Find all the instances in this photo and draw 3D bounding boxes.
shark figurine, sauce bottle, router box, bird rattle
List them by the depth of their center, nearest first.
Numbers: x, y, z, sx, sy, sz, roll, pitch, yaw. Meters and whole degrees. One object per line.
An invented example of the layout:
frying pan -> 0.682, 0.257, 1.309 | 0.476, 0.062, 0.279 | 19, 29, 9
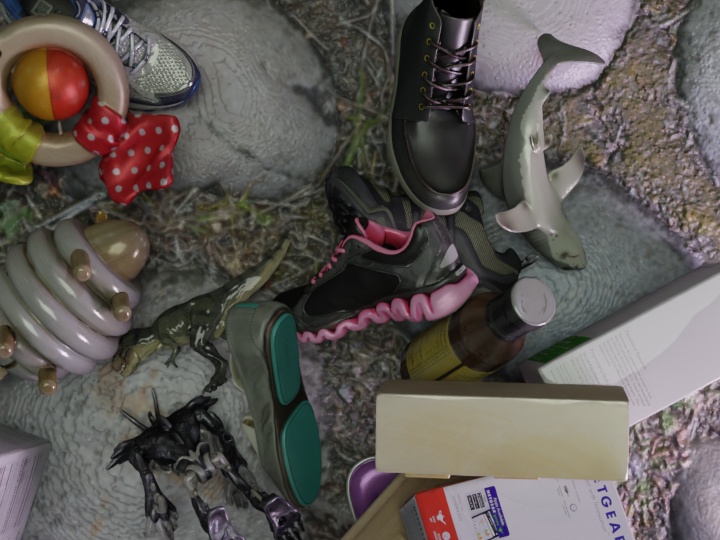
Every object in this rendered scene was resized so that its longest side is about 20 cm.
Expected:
router box -> 0.144, 0.262, 0.999 | 0.177, 0.049, 0.202 | -10, 69, -20
sauce bottle -> 0.098, 0.057, 1.029 | 0.064, 0.200, 0.066 | 8, 69, -21
bird rattle -> -0.254, -0.134, 1.051 | 0.197, 0.113, 0.165 | 0, 117, 6
shark figurine -> 0.144, -0.108, 1.106 | 0.127, 0.089, 0.218 | -4, 95, -36

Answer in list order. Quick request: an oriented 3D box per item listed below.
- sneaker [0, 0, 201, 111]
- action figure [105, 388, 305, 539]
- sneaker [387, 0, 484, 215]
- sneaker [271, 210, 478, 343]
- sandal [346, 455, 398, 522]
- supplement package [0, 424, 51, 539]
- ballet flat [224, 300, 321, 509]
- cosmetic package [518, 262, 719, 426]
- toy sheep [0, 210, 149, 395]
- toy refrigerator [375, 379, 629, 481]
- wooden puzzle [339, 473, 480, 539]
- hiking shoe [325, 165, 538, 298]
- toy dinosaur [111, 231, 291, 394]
sneaker -> -0.236, -0.205, 1.090 | 0.198, 0.085, 0.078 | 26, 86, -1
action figure -> -0.139, 0.183, 1.055 | 0.118, 0.199, 0.103 | -25, 127, -27
sneaker -> 0.068, -0.156, 1.060 | 0.074, 0.106, 0.203 | 0, 70, -13
sneaker -> 0.000, 0.000, 1.047 | 0.198, 0.079, 0.096 | -14, 111, 29
sandal -> 0.058, 0.254, 1.090 | 0.082, 0.050, 0.204 | -30, 87, -4
supplement package -> -0.366, 0.194, 1.005 | 0.150, 0.200, 0.153 | 18, 86, 0
ballet flat -> -0.078, 0.115, 1.074 | 0.063, 0.067, 0.203 | 6, 119, 27
cosmetic package -> 0.250, 0.074, 1.079 | 0.198, 0.108, 0.086 | -28, 89, -4
toy sheep -> -0.258, 0.031, 1.054 | 0.199, 0.138, 0.138 | -39, 88, 2
toy refrigerator -> 0.114, 0.130, 0.993 | 0.197, 0.076, 0.071 | 1, 94, 7
wooden puzzle -> 0.080, 0.263, 1.048 | 0.200, 0.046, 0.185 | 47, 68, -2
hiking shoe -> 0.060, -0.038, 1.106 | 0.199, 0.076, 0.101 | 39, 69, -1
toy dinosaur -> -0.127, 0.053, 1.101 | 0.199, 0.047, 0.089 | -32, 82, -7
